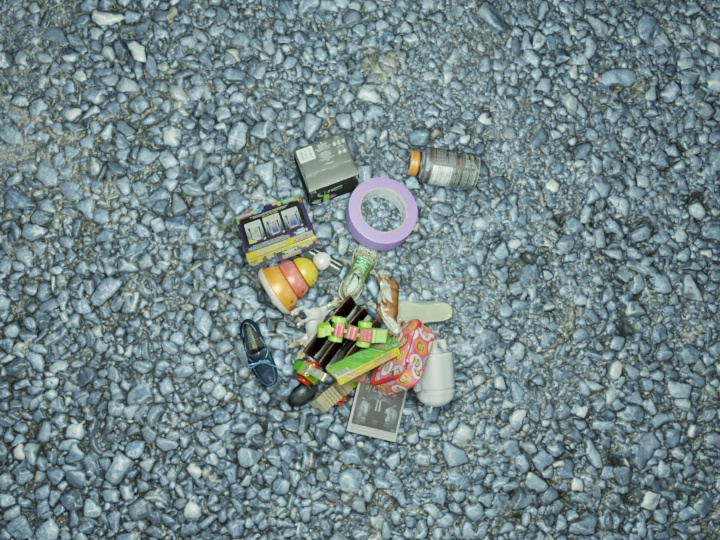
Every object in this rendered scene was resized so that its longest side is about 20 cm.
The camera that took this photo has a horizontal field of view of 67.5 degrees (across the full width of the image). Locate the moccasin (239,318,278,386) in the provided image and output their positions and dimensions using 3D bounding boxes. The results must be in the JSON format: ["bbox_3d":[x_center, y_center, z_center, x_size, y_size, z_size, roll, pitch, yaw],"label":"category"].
[{"bbox_3d":[-0.295,0.235,1.512,0.080,0.068,0.201,-27,89,-5],"label":"moccasin"}]

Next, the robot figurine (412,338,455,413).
[{"bbox_3d":[0.209,0.297,1.526,0.169,0.113,0.202,0,85,-38],"label":"robot figurine"}]

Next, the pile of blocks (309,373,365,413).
[{"bbox_3d":[-0.049,0.334,1.523,0.200,0.082,0.062,-40,91,10],"label":"pile of blocks"}]

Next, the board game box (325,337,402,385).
[{"bbox_3d":[0.013,0.235,1.420,0.199,0.095,0.030,-27,105,-17],"label":"board game box"}]

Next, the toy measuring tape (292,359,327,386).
[{"bbox_3d":[-0.124,0.287,1.468,0.073,0.199,0.074,0,91,-31],"label":"toy measuring tape"}]

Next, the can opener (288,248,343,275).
[{"bbox_3d":[-0.147,-0.037,1.557,0.199,0.053,0.067,31,117,-3],"label":"can opener"}]

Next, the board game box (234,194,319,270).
[{"bbox_3d":[-0.234,-0.109,1.507,0.198,0.057,0.166,-20,59,-5],"label":"board game box"}]

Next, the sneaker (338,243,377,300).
[{"bbox_3d":[0.000,0.000,1.538,0.076,0.089,0.201,22,85,-3],"label":"sneaker"}]

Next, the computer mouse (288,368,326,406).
[{"bbox_3d":[-0.121,0.317,1.539,0.200,0.034,0.059,-40,90,-6],"label":"computer mouse"}]

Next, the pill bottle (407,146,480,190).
[{"bbox_3d":[0.238,-0.299,1.565,0.198,0.106,0.107,8,86,-4],"label":"pill bottle"}]

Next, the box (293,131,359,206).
[{"bbox_3d":[-0.095,-0.274,1.490,0.147,0.200,0.125,-21,87,-5],"label":"box"}]

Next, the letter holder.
[{"bbox_3d":[-0.050,0.182,1.483,0.100,0.142,0.200,37,82,17],"label":"letter holder"}]

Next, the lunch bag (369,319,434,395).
[{"bbox_3d":[0.107,0.242,1.483,0.082,0.176,0.201,40,49,-17],"label":"lunch bag"}]

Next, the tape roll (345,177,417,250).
[{"bbox_3d":[0.060,-0.161,1.540,0.198,0.066,0.202,3,73,-9],"label":"tape roll"}]

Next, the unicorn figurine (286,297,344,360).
[{"bbox_3d":[-0.133,0.148,1.517,0.074,0.137,0.201,40,119,37],"label":"unicorn figurine"}]

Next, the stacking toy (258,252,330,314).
[{"bbox_3d":[-0.169,0.013,1.490,0.199,0.146,0.147,-33,90,-2],"label":"stacking toy"}]

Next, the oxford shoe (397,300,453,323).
[{"bbox_3d":[0.169,0.122,1.565,0.198,0.058,0.076,-3,93,10],"label":"oxford shoe"}]

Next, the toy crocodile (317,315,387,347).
[{"bbox_3d":[-0.021,0.163,1.417,0.198,0.062,0.068,11,90,-18],"label":"toy crocodile"}]

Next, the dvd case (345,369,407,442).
[{"bbox_3d":[0.053,0.378,1.554,0.149,0.025,0.202,14,86,-4],"label":"dvd case"}]

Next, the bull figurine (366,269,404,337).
[{"bbox_3d":[0.072,0.088,1.499,0.065,0.201,0.122,-21,131,20],"label":"bull figurine"}]
